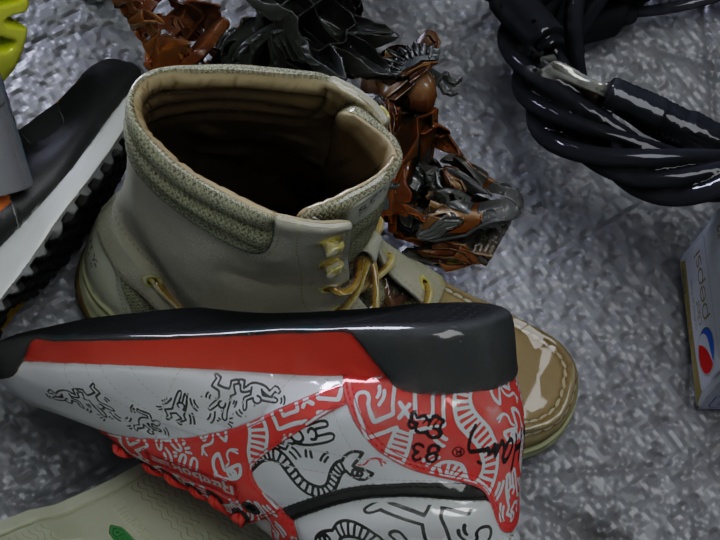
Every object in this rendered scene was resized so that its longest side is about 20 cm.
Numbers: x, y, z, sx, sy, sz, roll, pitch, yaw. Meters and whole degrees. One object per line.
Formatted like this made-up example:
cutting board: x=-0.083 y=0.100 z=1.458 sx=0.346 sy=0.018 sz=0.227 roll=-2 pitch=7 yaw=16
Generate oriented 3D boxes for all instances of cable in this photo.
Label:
cable: x=0.153 y=-0.086 z=0.981 sx=0.199 sy=0.051 sz=0.163 roll=-6 pitch=40 yaw=-26

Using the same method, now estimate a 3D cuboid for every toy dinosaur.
toy dinosaur: x=-0.026 y=-0.073 z=0.913 sx=0.199 sy=0.136 sz=0.102 roll=16 pitch=54 yaw=-14

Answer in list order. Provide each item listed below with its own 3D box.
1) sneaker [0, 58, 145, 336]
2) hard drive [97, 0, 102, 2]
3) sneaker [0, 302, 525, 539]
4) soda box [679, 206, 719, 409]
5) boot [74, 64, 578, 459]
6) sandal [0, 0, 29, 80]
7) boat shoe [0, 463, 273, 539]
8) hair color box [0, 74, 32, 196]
sneaker: x=-0.157 y=-0.018 z=0.895 sx=0.090 sy=0.070 sz=0.200 roll=34 pitch=65 yaw=1
hard drive: x=-0.116 y=-0.207 z=0.917 sx=0.132 sy=0.200 sz=0.027 roll=46 pitch=57 yaw=10
sneaker: x=-0.038 y=0.069 z=0.824 sx=0.201 sy=0.067 sz=0.108 roll=-2 pitch=97 yaw=26
soda box: x=0.233 y=0.016 z=0.974 sx=0.199 sy=0.064 sz=0.068 roll=2 pitch=65 yaw=-13
boot: x=0.000 y=0.000 z=0.875 sx=0.199 sy=0.155 sz=0.072 roll=19 pitch=62 yaw=-4
sandal: x=-0.158 y=-0.152 z=0.883 sx=0.079 sy=0.201 sz=0.087 roll=21 pitch=25 yaw=29
boat shoe: x=-0.071 y=0.113 z=0.866 sx=0.199 sy=0.068 sz=0.072 roll=-15 pitch=47 yaw=-33
hair color box: x=-0.184 y=-0.102 z=0.806 sx=0.099 sy=0.200 sz=0.061 roll=-18 pitch=45 yaw=-6
